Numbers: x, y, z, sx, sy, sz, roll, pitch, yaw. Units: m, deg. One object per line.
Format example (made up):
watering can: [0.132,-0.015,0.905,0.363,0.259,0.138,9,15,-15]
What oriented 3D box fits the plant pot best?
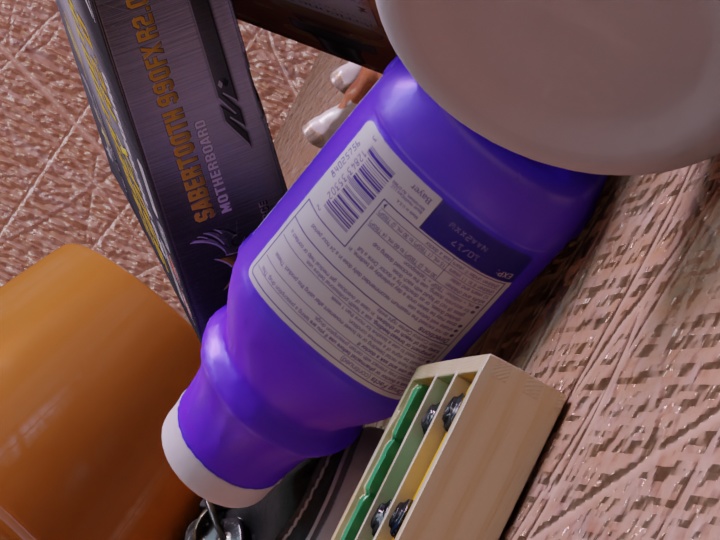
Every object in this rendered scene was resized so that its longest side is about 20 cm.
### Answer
plant pot: [-0.154,0.095,1.247,0.183,0.200,0.200,-47,2,-16]

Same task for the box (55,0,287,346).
box: [-0.080,-0.092,0.978,0.158,0.048,0.201,-123,15,-56]

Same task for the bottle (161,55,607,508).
bottle: [-0.001,0.008,0.903,0.200,0.083,0.065,-50,0,38]

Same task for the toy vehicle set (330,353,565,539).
toy vehicle set: [-0.005,0.121,0.801,0.200,0.026,0.124,-63,6,-8]

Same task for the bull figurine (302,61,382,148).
bull figurine: [0.033,-0.096,1.195,0.121,0.065,0.200,-43,3,25]

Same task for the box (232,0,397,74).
box: [0.035,-0.130,0.931,0.200,0.152,0.107,157,132,-82]

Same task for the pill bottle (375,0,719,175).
pill bottle: [0.084,-0.132,0.737,0.116,0.116,0.200,-55,9,50]

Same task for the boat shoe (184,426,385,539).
boat shoe: [-0.044,0.112,1.025,0.200,0.056,0.069,-53,12,53]
